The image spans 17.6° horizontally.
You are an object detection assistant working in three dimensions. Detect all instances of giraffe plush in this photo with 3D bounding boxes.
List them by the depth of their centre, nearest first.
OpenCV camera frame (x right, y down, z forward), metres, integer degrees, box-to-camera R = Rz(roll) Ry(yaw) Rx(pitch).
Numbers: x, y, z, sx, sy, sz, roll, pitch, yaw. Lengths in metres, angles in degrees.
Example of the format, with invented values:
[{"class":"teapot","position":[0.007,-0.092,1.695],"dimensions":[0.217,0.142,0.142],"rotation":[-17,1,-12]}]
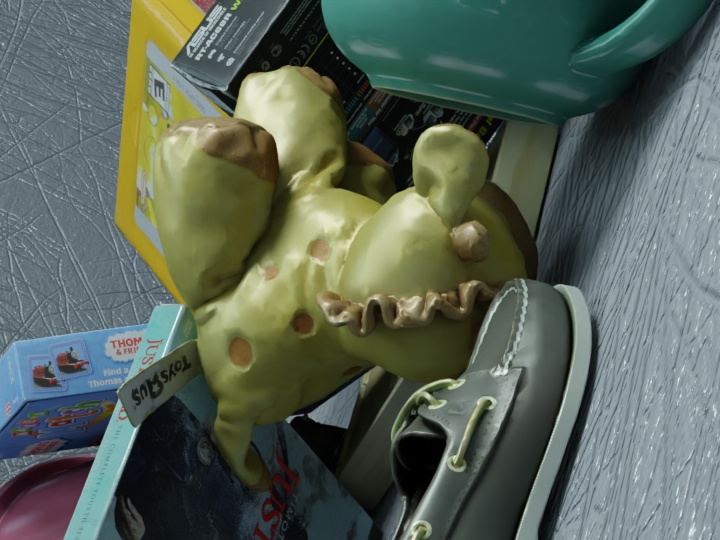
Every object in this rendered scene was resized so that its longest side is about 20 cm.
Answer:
[{"class":"giraffe plush","position":[0.006,-0.001,1.029],"dimensions":[0.162,0.173,0.200],"rotation":[-9,35,34]}]

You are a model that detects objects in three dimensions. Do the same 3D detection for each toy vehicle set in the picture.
[{"class":"toy vehicle set","position":[0.042,0.023,1.204],"dimensions":[0.200,0.026,0.124],"rotation":[121,170,-48]}]

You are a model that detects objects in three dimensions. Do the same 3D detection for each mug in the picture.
[{"class":"mug","position":[0.061,-0.126,1.017],"dimensions":[0.185,0.152,0.115],"rotation":[-153,76,-80]}]

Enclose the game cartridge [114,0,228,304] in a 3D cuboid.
[{"class":"game cartridge","position":[-0.088,-0.048,1.363],"dimensions":[0.200,0.032,0.176],"rotation":[49,141,46]}]

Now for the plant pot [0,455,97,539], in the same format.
[{"class":"plant pot","position":[-0.101,0.171,1.226],"dimensions":[0.179,0.200,0.200],"rotation":[-39,24,41]}]

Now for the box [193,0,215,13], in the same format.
[{"class":"box","position":[-0.055,-0.137,1.447],"dimensions":[0.103,0.095,0.200],"rotation":[-58,-33,-69]}]

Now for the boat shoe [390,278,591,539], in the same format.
[{"class":"boat shoe","position":[0.041,0.076,0.888],"dimensions":[0.072,0.060,0.202],"rotation":[122,169,-51]}]

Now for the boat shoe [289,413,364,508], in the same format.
[{"class":"boat shoe","position":[-0.038,0.122,1.351],"dimensions":[0.200,0.060,0.076],"rotation":[129,163,-66]}]

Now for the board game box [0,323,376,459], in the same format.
[{"class":"board game box","position":[-0.098,0.058,1.221],"dimensions":[0.151,0.200,0.037],"rotation":[141,118,-64]}]

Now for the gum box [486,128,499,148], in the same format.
[{"class":"gum box","position":[0.047,-0.079,1.424],"dimensions":[0.200,0.045,0.170],"rotation":[132,161,-67]}]

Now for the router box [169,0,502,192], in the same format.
[{"class":"router box","position":[0.021,-0.134,1.175],"dimensions":[0.200,0.150,0.062],"rotation":[-54,36,-6]}]

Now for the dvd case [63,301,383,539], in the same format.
[{"class":"dvd case","position":[-0.060,0.131,1.081],"dimensions":[0.022,0.200,0.146],"rotation":[-4,50,31]}]
